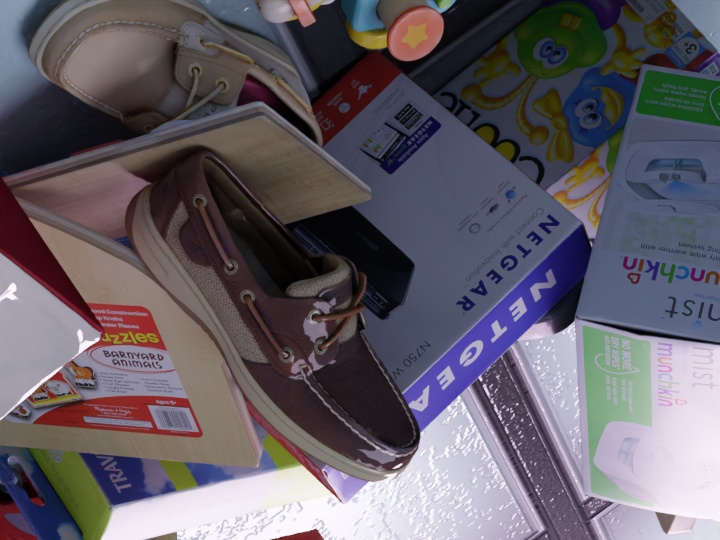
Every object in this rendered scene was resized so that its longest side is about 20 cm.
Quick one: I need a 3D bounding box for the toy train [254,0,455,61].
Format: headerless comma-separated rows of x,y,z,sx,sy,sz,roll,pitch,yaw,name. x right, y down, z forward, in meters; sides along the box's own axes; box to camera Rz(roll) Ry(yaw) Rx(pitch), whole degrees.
0.009,-0.171,1.419,0.150,0.056,0.200,-41,145,26,toy train

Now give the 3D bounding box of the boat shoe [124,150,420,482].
-0.032,0.021,1.409,0.072,0.200,0.072,-37,-176,37,boat shoe

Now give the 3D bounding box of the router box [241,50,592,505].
0.000,0.000,1.532,0.200,0.179,0.049,-44,148,-9,router box

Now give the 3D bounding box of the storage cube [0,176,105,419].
-0.257,-0.007,1.289,0.171,0.180,0.200,-39,148,3,storage cube

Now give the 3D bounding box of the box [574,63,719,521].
0.188,0.017,1.563,0.200,0.096,0.177,80,24,-57,box

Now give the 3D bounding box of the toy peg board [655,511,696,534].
0.240,0.033,1.810,0.097,0.200,0.200,-3,138,-18,toy peg board

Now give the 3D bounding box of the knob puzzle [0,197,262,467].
-0.156,0.026,1.477,0.220,0.219,0.031,94,14,-51,knob puzzle

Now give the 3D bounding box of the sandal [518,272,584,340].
0.030,0.020,1.567,0.199,0.076,0.043,2,151,19,sandal

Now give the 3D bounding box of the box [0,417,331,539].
-0.119,0.097,1.620,0.199,0.122,0.048,-10,140,-38,box

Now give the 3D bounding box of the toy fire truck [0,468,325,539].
-0.132,0.170,1.684,0.199,0.141,0.049,-13,141,-35,toy fire truck

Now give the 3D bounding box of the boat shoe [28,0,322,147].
-0.088,-0.096,1.449,0.200,0.069,0.074,11,125,-51,boat shoe

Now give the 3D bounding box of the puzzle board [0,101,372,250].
-0.112,-0.040,1.465,0.199,0.017,0.151,-15,160,18,puzzle board

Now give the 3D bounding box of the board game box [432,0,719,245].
0.119,-0.079,1.651,0.200,0.105,0.103,-39,149,1,board game box
